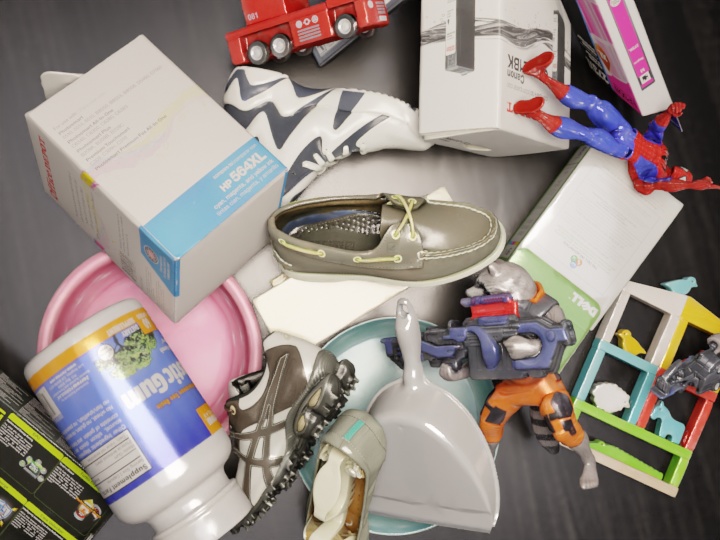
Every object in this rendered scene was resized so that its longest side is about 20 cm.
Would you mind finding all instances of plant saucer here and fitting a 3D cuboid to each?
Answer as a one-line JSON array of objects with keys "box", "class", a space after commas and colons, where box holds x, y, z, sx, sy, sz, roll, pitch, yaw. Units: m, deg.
[{"box": [0.032, 0.144, 0.943, 0.198, 0.027, 0.203, 0, 88, -6], "class": "plant saucer"}, {"box": [-0.188, 0.074, 0.911, 0.198, 0.051, 0.203, 0, 90, -5], "class": "plant saucer"}]

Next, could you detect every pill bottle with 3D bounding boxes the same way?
[{"box": [-0.176, 0.134, 0.825, 0.112, 0.112, 0.201, -34, 89, -5], "class": "pill bottle"}]

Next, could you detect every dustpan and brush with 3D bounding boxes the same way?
[{"box": [0.047, 0.122, 0.865, 0.138, 0.057, 0.202, 2, 121, 29], "class": "dustpan and brush"}]

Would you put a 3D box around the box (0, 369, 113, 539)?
[{"box": [-0.331, 0.196, 0.874, 0.200, 0.048, 0.194, 40, 99, -4], "class": "box"}]

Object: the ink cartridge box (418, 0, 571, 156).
[{"box": [0.123, -0.210, 0.894, 0.083, 0.144, 0.203, 2, 90, 36], "class": "ink cartridge box"}]

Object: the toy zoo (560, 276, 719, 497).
[{"box": [0.283, 0.099, 0.972, 0.130, 0.020, 0.202, 25, 87, -5], "class": "toy zoo"}]

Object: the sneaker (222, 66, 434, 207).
[{"box": [-0.036, -0.101, 0.915, 0.197, 0.079, 0.131, 13, 89, -5], "class": "sneaker"}]

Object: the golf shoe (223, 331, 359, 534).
[{"box": [-0.083, 0.138, 0.877, 0.094, 0.078, 0.201, 34, 112, 8], "class": "golf shoe"}]

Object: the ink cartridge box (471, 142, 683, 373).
[{"box": [0.197, -0.013, 0.945, 0.103, 0.059, 0.201, 37, 89, -4], "class": "ink cartridge box"}]

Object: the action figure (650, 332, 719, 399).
[{"box": [0.369, 0.079, 0.903, 0.198, 0.195, 0.105, -24, 49, -20], "class": "action figure"}]

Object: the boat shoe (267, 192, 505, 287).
[{"box": [0.020, -0.030, 0.841, 0.199, 0.060, 0.073, -3, 61, 11], "class": "boat shoe"}]

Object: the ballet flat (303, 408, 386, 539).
[{"box": [-0.024, 0.209, 0.874, 0.067, 0.064, 0.202, 24, 125, 21], "class": "ballet flat"}]

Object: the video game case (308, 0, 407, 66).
[{"box": [-0.039, -0.305, 0.896, 0.019, 0.142, 0.201, -29, 91, -43], "class": "video game case"}]

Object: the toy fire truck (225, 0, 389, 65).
[{"box": [-0.079, -0.257, 0.883, 0.198, 0.049, 0.143, -10, 98, 28], "class": "toy fire truck"}]

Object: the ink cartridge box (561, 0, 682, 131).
[{"box": [0.222, -0.204, 0.887, 0.037, 0.095, 0.200, -36, 131, 6], "class": "ink cartridge box"}]

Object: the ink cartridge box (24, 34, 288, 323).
[{"box": [-0.178, -0.085, 0.845, 0.200, 0.129, 0.125, 44, 65, 10], "class": "ink cartridge box"}]

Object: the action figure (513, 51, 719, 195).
[{"box": [0.234, -0.118, 0.850, 0.199, 0.099, 0.066, 26, 72, -32], "class": "action figure"}]

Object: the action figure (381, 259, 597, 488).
[{"box": [0.122, 0.084, 0.886, 0.104, 0.199, 0.196, -18, 106, -45], "class": "action figure"}]

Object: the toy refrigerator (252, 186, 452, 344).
[{"box": [0.000, 0.000, 0.918, 0.199, 0.076, 0.070, -31, 92, -5], "class": "toy refrigerator"}]
